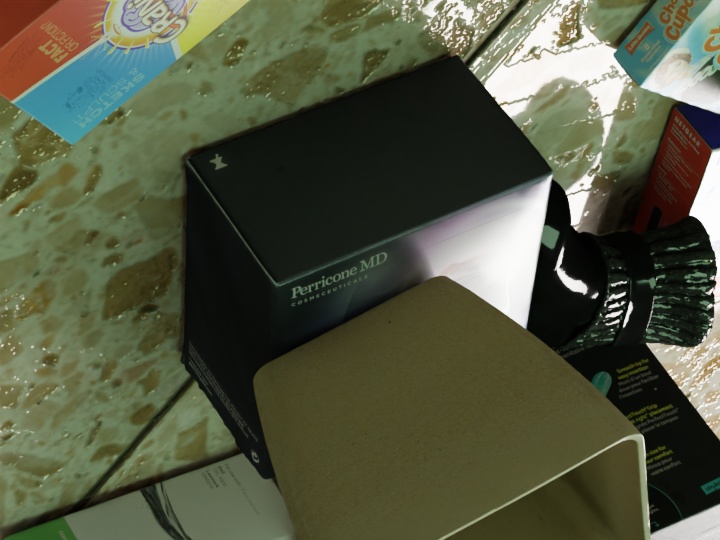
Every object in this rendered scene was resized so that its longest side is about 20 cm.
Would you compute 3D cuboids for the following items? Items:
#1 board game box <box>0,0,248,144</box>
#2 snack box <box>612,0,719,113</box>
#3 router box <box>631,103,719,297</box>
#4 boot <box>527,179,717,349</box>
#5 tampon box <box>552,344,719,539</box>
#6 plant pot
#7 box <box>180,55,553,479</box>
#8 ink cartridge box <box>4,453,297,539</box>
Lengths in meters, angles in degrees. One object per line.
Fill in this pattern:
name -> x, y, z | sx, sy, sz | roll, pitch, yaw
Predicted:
board game box -> -0.110, -0.159, 1.302 | 0.200, 0.040, 0.153 | -39, 163, 4
snack box -> 0.267, -0.195, 1.652 | 0.116, 0.037, 0.200 | 11, 125, -51
router box -> 0.298, -0.065, 1.838 | 0.200, 0.049, 0.180 | -18, 144, -26
boot -> 0.168, -0.009, 1.714 | 0.157, 0.080, 0.211 | -5, 154, -2
tampon box -> 0.166, 0.148, 1.845 | 0.150, 0.200, 0.126 | -20, 145, -22
plant pot -> 0.042, 0.127, 1.490 | 0.199, 0.177, 0.200 | -27, 146, -9
box -> 0.000, 0.000, 1.571 | 0.200, 0.123, 0.199 | -23, 144, -21
ink cartridge box -> -0.150, 0.225, 1.750 | 0.200, 0.084, 0.146 | -18, 144, -27
